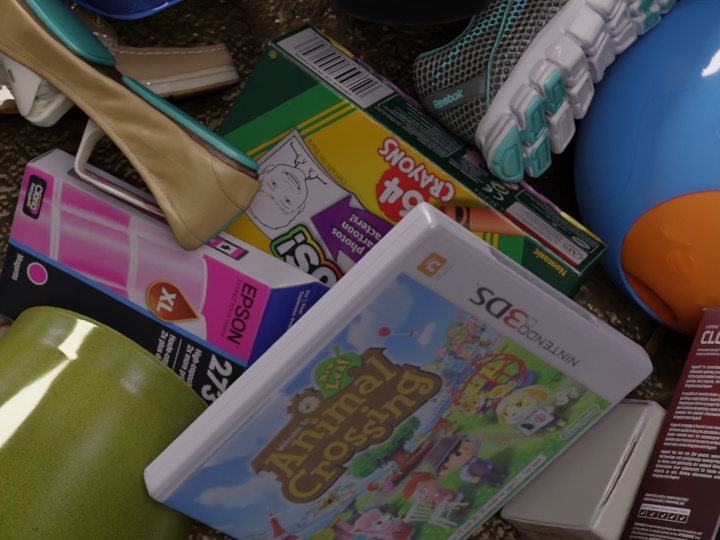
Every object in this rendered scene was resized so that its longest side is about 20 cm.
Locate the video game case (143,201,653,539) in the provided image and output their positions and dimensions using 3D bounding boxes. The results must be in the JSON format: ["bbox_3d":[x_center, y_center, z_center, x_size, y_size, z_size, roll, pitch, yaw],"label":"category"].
[{"bbox_3d":[0.022,0.075,1.039,0.200,0.022,0.182,-44,132,17],"label":"video game case"}]

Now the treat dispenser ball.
[{"bbox_3d":[0.217,-0.057,1.142,0.200,0.201,0.202,1,82,-10],"label":"treat dispenser ball"}]

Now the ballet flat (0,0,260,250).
[{"bbox_3d":[-0.140,-0.085,1.071,0.200,0.069,0.063,40,97,16],"label":"ballet flat"}]

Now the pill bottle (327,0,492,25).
[{"bbox_3d":[0.027,-0.233,1.058,0.111,0.112,0.201,4,77,-10],"label":"pill bottle"}]

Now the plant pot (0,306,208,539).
[{"bbox_3d":[-0.170,0.130,1.063,0.200,0.200,0.193,35,66,-4],"label":"plant pot"}]

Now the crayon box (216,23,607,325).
[{"bbox_3d":[0.000,0.000,1.103,0.200,0.058,0.173,37,117,9],"label":"crayon box"}]

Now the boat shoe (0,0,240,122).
[{"bbox_3d":[-0.166,-0.120,1.145,0.199,0.074,0.070,-4,89,-10],"label":"boat shoe"}]

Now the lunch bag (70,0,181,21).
[{"bbox_3d":[-0.122,-0.210,1.108,0.135,0.200,0.133,-26,115,-17],"label":"lunch bag"}]

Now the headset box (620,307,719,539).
[{"bbox_3d":[0.222,0.121,1.058,0.148,0.077,0.201,28,75,-26],"label":"headset box"}]

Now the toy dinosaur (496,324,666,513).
[{"bbox_3d":[0.094,0.081,1.173,0.199,0.060,0.107,-4,82,-11],"label":"toy dinosaur"}]

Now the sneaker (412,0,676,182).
[{"bbox_3d":[0.101,-0.144,1.085,0.091,0.078,0.200,31,71,27],"label":"sneaker"}]

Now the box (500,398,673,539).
[{"bbox_3d":[0.184,0.153,1.132,0.200,0.095,0.078,36,72,-22],"label":"box"}]

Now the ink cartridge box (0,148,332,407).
[{"bbox_3d":[-0.097,0.020,1.103,0.199,0.037,0.095,25,118,13],"label":"ink cartridge box"}]
